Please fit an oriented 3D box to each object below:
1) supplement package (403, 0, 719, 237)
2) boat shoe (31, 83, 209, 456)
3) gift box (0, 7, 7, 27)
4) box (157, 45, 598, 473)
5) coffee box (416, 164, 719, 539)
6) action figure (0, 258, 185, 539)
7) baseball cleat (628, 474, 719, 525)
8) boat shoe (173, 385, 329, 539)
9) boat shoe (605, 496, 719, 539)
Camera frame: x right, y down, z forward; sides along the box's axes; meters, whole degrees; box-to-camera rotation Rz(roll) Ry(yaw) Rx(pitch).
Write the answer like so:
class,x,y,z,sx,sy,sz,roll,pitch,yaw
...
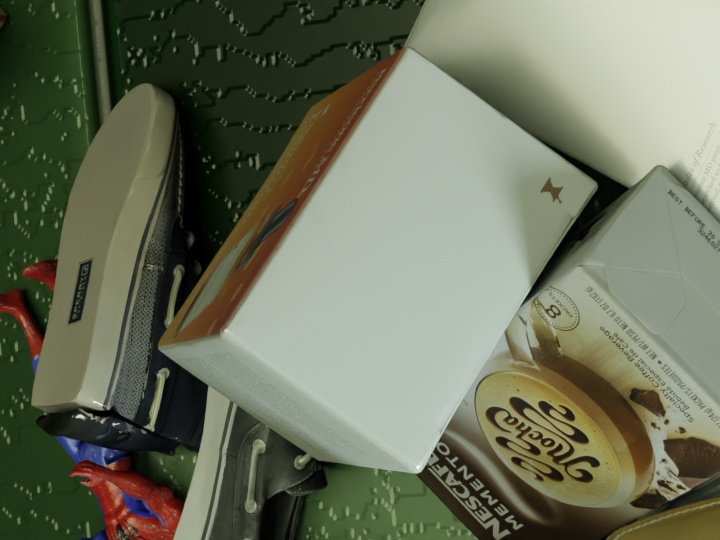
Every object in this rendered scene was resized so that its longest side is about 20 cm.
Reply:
class,x,y,z,sx,sy,sz,roll,pitch,yaw
supplement package,0.142,-0.105,0.967,0.199,0.121,0.120,30,105,19
boat shoe,-0.111,0.006,1.123,0.074,0.092,0.201,-9,63,50
gift box,-0.335,-0.123,1.143,0.187,0.200,0.185,45,114,14
box,0.000,0.000,0.961,0.106,0.200,0.153,35,79,-9
coffee box,0.105,0.054,0.954,0.113,0.080,0.200,45,144,-2
action figure,-0.161,0.099,1.132,0.065,0.099,0.201,-33,82,33
baseball cleat,0.215,0.111,0.979,0.200,0.070,0.107,-36,86,26
boat shoe,-0.046,0.095,1.092,0.067,0.072,0.201,23,105,23
boat shoe,0.200,0.113,0.906,0.198,0.072,0.076,-8,135,0
